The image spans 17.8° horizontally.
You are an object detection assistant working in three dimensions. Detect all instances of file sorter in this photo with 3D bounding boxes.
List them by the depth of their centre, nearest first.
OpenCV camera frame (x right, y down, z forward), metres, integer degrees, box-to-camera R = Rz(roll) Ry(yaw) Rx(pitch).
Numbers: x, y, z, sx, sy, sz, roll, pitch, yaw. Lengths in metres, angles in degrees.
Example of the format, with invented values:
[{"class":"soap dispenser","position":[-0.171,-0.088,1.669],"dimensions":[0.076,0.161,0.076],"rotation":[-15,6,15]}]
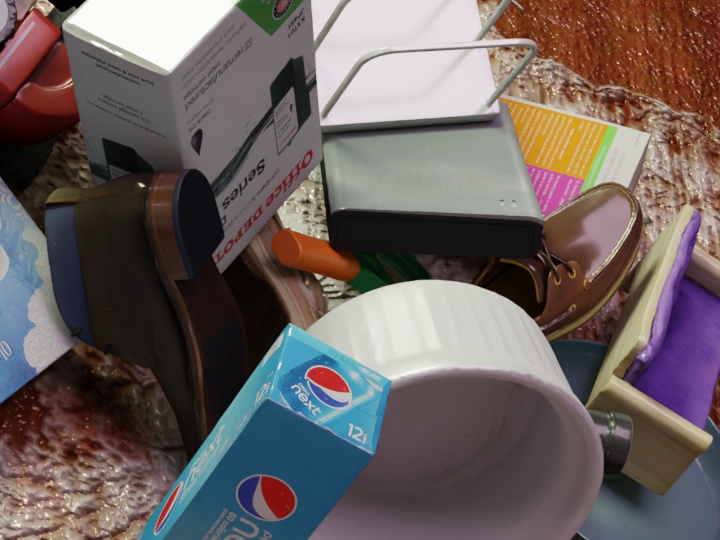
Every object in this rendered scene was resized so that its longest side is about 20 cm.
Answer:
[{"class":"file sorter","position":[0.029,-0.213,1.562],"dimensions":[0.138,0.125,0.201],"rotation":[-5,74,-19]}]

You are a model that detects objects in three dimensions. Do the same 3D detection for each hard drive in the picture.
[{"class":"hard drive","position":[0.043,-0.068,1.565],"dimensions":[0.139,0.033,0.200],"rotation":[2,26,-5]}]

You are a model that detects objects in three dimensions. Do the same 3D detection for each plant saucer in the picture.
[{"class":"plant saucer","position":[0.179,0.134,1.581],"dimensions":[0.199,0.027,0.201],"rotation":[20,41,-19]}]

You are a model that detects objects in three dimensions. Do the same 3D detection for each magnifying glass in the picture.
[{"class":"magnifying glass","position":[0.000,0.000,1.527],"dimensions":[0.080,0.022,0.200],"rotation":[56,17,24]}]

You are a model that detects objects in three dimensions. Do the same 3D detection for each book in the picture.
[{"class":"book","position":[0.098,-0.077,1.672],"dimensions":[0.199,0.048,0.134],"rotation":[18,38,11]}]

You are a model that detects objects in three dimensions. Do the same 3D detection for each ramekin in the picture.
[{"class":"ramekin","position":[0.038,0.101,1.377],"dimensions":[0.199,0.201,0.098],"rotation":[15,35,-25]}]

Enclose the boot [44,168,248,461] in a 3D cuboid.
[{"class":"boot","position":[-0.127,0.033,1.381],"dimensions":[0.096,0.201,0.075],"rotation":[1,22,21]}]

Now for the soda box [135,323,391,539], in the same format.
[{"class":"soda box","position":[-0.062,0.126,1.265],"dimensions":[0.068,0.200,0.064],"rotation":[28,38,-10]}]

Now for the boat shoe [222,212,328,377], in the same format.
[{"class":"boat shoe","position":[-0.050,0.020,1.487],"dimensions":[0.064,0.071,0.201],"rotation":[0,49,-36]}]

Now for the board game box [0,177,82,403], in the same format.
[{"class":"board game box","position":[-0.270,0.000,1.325],"dimensions":[0.199,0.043,0.200],"rotation":[54,38,-5]}]

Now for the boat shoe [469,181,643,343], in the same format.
[{"class":"boat shoe","position":[0.120,0.009,1.552],"dimensions":[0.200,0.068,0.072],"rotation":[-41,70,-16]}]

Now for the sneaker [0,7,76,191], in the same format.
[{"class":"sneaker","position":[-0.243,-0.124,1.497],"dimensions":[0.104,0.060,0.201],"rotation":[27,44,-17]}]

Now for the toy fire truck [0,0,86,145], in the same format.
[{"class":"toy fire truck","position":[-0.168,-0.137,1.450],"dimensions":[0.200,0.128,0.176],"rotation":[41,65,-15]}]

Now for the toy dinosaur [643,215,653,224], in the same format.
[{"class":"toy dinosaur","position":[0.150,-0.028,1.713],"dimensions":[0.088,0.048,0.200],"rotation":[42,32,6]}]

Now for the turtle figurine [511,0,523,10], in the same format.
[{"class":"turtle figurine","position":[0.011,-0.180,1.684],"dimensions":[0.199,0.101,0.150],"rotation":[20,54,-4]}]

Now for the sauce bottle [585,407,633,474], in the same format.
[{"class":"sauce bottle","position":[0.078,0.093,1.488],"dimensions":[0.199,0.065,0.065],"rotation":[14,42,-9]}]

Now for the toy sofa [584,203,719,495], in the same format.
[{"class":"toy sofa","position":[0.220,0.051,1.597],"dimensions":[0.083,0.098,0.200],"rotation":[33,37,-3]}]

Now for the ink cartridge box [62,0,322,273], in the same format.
[{"class":"ink cartridge box","position":[-0.098,-0.106,1.415],"dimensions":[0.083,0.201,0.147],"rotation":[26,56,22]}]
